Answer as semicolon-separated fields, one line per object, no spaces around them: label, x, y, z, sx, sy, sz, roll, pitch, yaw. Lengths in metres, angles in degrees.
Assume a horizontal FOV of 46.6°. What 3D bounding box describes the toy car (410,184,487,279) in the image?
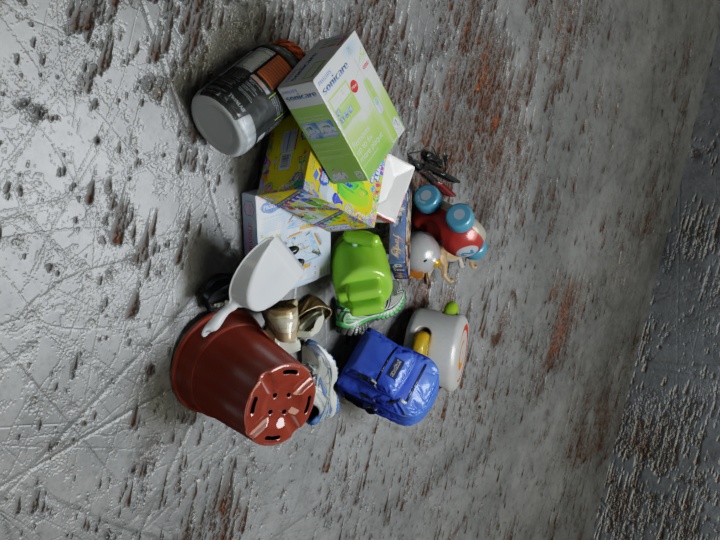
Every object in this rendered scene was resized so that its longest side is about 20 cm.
toy car;0.163;-0.051;1.869;0.201;0.176;0.184;-53;151;-6

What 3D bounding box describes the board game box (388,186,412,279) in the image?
board game box;0.085;-0.095;1.754;0.136;0.034;0.202;60;31;-74

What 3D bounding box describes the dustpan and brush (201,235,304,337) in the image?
dustpan and brush;-0.192;0.040;1.411;0.201;0.057;0.140;-55;151;-13

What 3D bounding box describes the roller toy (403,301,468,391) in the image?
roller toy;0.168;0.185;1.941;0.200;0.139;0.184;-62;155;-51

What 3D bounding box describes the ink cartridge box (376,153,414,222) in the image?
ink cartridge box;0.019;-0.160;1.648;0.067;0.200;0.117;22;85;-23

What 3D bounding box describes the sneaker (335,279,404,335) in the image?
sneaker;0.025;0.064;1.791;0.199;0.078;0.086;-29;123;-42

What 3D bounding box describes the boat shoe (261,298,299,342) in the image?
boat shoe;-0.145;0.090;1.516;0.071;0.200;0.065;-7;95;-5

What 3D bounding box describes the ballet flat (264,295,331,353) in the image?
ballet flat;-0.127;0.120;1.623;0.200;0.072;0.068;-38;131;-38

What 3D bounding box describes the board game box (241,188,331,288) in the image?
board game box;-0.135;-0.065;1.574;0.199;0.041;0.201;-21;118;-47

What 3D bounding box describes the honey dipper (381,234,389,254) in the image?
honey dipper;0.022;-0.019;1.794;0.200;0.038;0.038;-42;132;-32

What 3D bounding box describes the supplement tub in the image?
supplement tub;-0.173;-0.291;1.382;0.200;0.122;0.123;-46;134;-31

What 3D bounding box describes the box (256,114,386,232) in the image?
box;-0.061;-0.198;1.509;0.192;0.121;0.202;25;69;-45

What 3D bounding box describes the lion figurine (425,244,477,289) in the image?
lion figurine;0.217;-0.045;2.005;0.199;0.072;0.123;-32;118;-37

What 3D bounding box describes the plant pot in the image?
plant pot;-0.192;0.194;1.442;0.200;0.195;0.202;-19;120;-37

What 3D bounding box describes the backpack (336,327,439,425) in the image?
backpack;0.065;0.233;1.768;0.163;0.199;0.168;-59;168;-15

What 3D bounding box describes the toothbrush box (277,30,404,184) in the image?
toothbrush box;-0.028;-0.268;1.390;0.146;0.086;0.201;-56;128;-35

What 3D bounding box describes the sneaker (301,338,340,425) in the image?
sneaker;-0.095;0.235;1.704;0.085;0.077;0.201;-32;126;-36

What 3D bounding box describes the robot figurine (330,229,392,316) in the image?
robot figurine;0.000;0.000;1.666;0.201;0.115;0.176;-101;179;-49

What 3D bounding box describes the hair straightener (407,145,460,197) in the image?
hair straightener;0.171;-0.237;1.913;0.200;0.041;0.077;27;81;-48

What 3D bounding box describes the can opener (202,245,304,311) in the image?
can opener;-0.188;0.017;1.477;0.199;0.079;0.064;-25;122;-21
